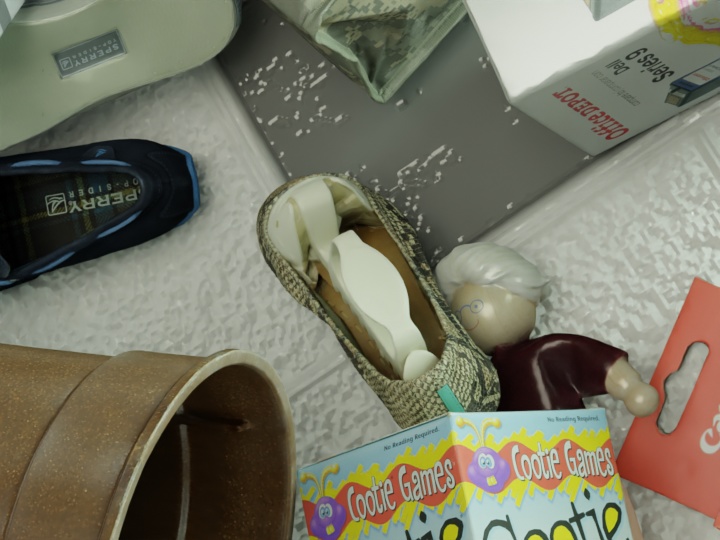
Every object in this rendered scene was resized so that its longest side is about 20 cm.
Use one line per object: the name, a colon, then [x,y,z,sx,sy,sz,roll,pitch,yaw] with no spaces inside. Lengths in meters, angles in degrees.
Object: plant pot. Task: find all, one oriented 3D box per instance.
plant pot: [-0.156,0.112,1.185,0.198,0.200,0.200,12,85,20]

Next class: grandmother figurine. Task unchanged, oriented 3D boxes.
grandmother figurine: [0.087,0.076,1.302,0.121,0.061,0.200,-29,70,23]

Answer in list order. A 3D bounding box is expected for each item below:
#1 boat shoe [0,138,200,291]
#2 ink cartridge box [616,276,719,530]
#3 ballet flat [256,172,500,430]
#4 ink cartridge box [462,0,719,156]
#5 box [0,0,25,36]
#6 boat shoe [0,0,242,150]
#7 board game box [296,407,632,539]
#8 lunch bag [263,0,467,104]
boat shoe: [-0.183,-0.032,1.416,0.200,0.069,0.084,-21,86,19]
ink cartridge box: [0.216,0.082,1.258,0.200,0.050,0.109,23,90,23]
ballet flat: [0.000,0.000,1.311,0.068,0.075,0.200,-35,48,-2]
ink cartridge box: [0.157,-0.142,1.268,0.200,0.145,0.088,-25,74,15]
box: [-0.240,-0.151,1.405,0.156,0.200,0.041,-5,122,17]
boat shoe: [-0.153,-0.110,1.422,0.201,0.072,0.070,-16,100,9]
board game box: [0.059,0.170,1.216,0.103,0.105,0.200,-24,72,44]
lunch bag: [0.011,-0.212,1.354,0.200,0.118,0.164,-46,62,1]
